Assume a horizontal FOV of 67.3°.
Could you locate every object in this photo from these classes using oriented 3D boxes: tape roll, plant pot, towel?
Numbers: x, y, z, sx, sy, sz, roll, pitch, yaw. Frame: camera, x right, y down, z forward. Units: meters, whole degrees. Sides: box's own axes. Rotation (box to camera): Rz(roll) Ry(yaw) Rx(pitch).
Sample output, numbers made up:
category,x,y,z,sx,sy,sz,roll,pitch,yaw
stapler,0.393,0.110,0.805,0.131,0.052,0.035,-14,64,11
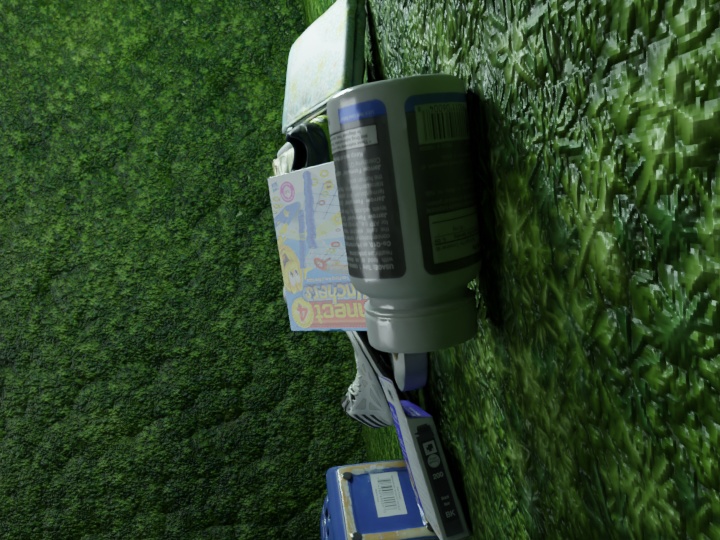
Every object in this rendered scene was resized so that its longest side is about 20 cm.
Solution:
category,x,y,z,sx,sy,sz,roll,pitch,yaw
tape roll,0.062,0.082,0.832,0.203,0.036,0.207,170,90,-85
plant pot,0.036,0.426,0.878,0.201,0.196,0.183,-107,17,-58
towel,-0.056,-0.315,0.854,0.170,0.048,0.204,-15,67,47

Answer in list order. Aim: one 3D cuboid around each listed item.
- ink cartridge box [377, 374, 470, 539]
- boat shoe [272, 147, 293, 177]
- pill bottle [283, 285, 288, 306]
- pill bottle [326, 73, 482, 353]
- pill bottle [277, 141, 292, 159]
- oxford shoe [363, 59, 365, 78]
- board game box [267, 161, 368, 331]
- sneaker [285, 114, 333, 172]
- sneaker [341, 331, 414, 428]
category,x,y,z,sx,sy,sz,roll,pitch,yaw
ink cartridge box,0.079,0.238,0.744,0.198,0.043,0.203,114,138,-82
boat shoe,-0.108,-0.105,0.847,0.073,0.062,0.204,39,-142,-53
pill bottle,-0.059,0.048,1.067,0.198,0.112,0.115,7,110,42
pill bottle,0.040,-0.044,0.442,0.114,0.112,0.204,-127,29,-79
pill bottle,-0.052,-0.162,0.984,0.201,0.111,0.112,52,180,-11
oxford shoe,-0.029,-0.280,0.952,0.202,0.070,0.072,85,-157,-44
board game box,-0.012,-0.030,0.654,0.056,0.197,0.200,-15,-83,-53
sneaker,-0.064,-0.122,0.803,0.073,0.080,0.204,1,107,54
sneaker,0.000,0.183,0.911,0.203,0.114,0.076,60,-164,-8
